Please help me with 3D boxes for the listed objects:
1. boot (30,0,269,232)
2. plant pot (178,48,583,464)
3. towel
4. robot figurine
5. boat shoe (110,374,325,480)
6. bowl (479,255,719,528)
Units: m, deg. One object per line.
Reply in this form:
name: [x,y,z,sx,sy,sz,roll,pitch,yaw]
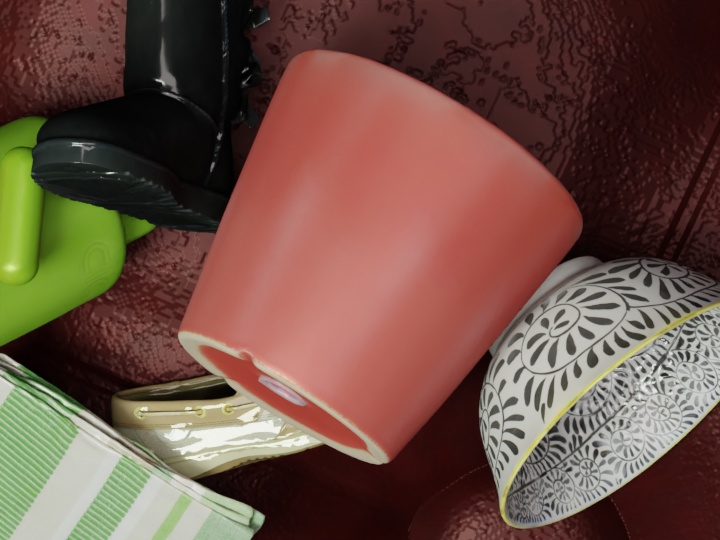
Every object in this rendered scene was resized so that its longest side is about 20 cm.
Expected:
boot: [-0.117,-0.115,1.192,0.073,0.198,0.163,1,82,23]
plant pot: [0.000,0.000,1.197,0.200,0.200,0.178,33,77,-5]
towel: [-0.175,0.146,1.288,0.200,0.023,0.153,32,125,-6]
robot figurine: [-0.219,-0.016,1.229,0.200,0.175,0.116,-29,103,-31]
boat shoe: [-0.059,0.076,1.288,0.199,0.074,0.067,-18,102,0]
bowl: [0.137,0.055,1.258,0.201,0.201,0.094,-41,65,3]
